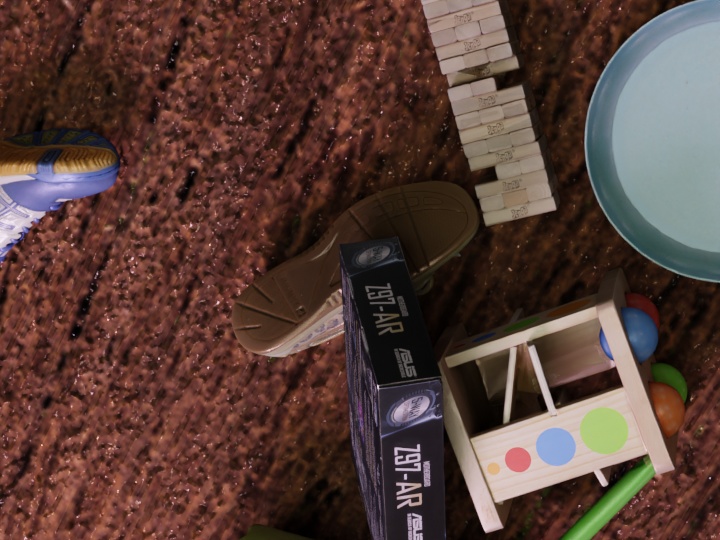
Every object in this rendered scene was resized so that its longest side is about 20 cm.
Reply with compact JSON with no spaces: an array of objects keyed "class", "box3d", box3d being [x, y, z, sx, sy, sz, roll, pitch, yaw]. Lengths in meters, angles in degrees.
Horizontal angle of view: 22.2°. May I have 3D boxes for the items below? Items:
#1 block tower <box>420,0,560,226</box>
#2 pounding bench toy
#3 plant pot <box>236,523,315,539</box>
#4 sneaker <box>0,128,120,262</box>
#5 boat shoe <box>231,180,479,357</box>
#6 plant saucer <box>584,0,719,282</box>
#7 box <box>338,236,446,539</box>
[{"class":"block tower","box3d":[0.089,-0.136,1.297,0.058,0.054,0.200,-13,97,13]},{"class":"pounding bench toy","box3d":[0.158,0.120,1.296,0.156,0.124,0.200,-19,97,14]},{"class":"plant pot","box3d":[-0.021,0.278,1.339,0.190,0.200,0.200,22,104,15]},{"class":"sneaker","box3d":[-0.266,-0.051,1.383,0.199,0.075,0.088,-7,111,19]},{"class":"boat shoe","box3d":[0.000,0.000,1.344,0.200,0.063,0.073,-28,68,12]},{"class":"plant saucer","box3d":[0.258,-0.092,1.286,0.200,0.027,0.201,2,100,11]},{"class":"box","box3d":[0.022,0.104,1.267,0.043,0.160,0.200,-8,126,-6]}]
